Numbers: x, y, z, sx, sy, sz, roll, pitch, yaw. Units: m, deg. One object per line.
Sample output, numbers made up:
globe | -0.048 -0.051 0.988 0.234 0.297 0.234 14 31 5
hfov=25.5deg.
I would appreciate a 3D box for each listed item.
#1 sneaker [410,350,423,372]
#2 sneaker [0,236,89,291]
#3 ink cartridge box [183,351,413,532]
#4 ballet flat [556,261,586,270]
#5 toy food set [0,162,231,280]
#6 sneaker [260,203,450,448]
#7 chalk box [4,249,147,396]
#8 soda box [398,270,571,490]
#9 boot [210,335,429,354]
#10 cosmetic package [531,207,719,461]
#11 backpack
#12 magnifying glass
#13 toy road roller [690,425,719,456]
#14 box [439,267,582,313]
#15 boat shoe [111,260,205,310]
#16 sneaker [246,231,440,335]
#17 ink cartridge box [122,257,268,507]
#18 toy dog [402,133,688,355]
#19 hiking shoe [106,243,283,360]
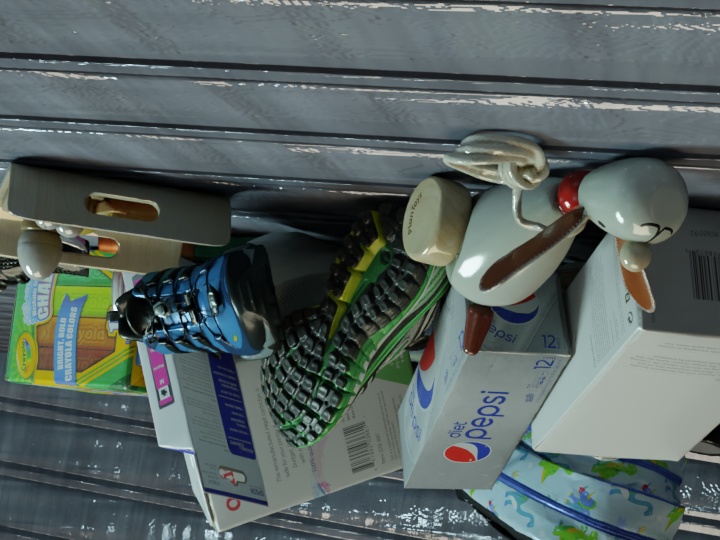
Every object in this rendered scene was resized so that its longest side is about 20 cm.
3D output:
sneaker | 0.112 0.072 1.531 0.198 0.082 0.074 0 171 39
sneaker | -0.308 -0.001 1.261 0.197 0.088 0.080 4 175 8
ink cartridge box | -0.057 0.113 1.349 0.198 0.147 0.087 -18 -160 -15
ballet flat | 0.137 0.015 1.205 0.198 0.068 0.062 -3 143 29
toy food set | -0.176 -0.023 1.083 0.142 0.061 0.200 8 173 -16
sneaker | 0.006 0.043 1.051 0.085 0.078 0.200 2 135 -48
chalk box | -0.240 0.050 1.462 0.198 0.127 0.123 0 171 34
soda box | 0.077 0.076 1.059 0.067 0.064 0.201 3 147 -10
boot | -0.023 0.028 1.255 0.129 0.069 0.199 13 -159 31
cosmetic package | 0.181 0.045 0.981 0.106 0.086 0.200 5 154 -12
backpack | 0.161 0.164 1.211 0.162 0.155 0.200 27 -166 -17
magnifying glass | -0.108 -0.017 1.258 0.197 0.023 0.080 3 173 5
toy road roller | 0.212 0.069 1.286 0.145 0.124 0.199 24 164 -34
box | 0.159 0.048 1.119 0.197 0.040 0.137 -6 148 5
boat shoe | -0.135 0.018 1.352 0.064 0.075 0.201 -5 172 30
sneaker | 0.000 0.000 1.155 0.198 0.075 0.115 -4 -161 -24
ink cartridge box | -0.126 0.084 1.212 0.037 0.202 0.095 -26 156 19
toy dog | 0.094 -0.004 0.862 0.130 0.098 0.200 6 173 -6
hiking shoe | -0.107 0.030 1.046 0.086 0.075 0.200 -13 178 -19
